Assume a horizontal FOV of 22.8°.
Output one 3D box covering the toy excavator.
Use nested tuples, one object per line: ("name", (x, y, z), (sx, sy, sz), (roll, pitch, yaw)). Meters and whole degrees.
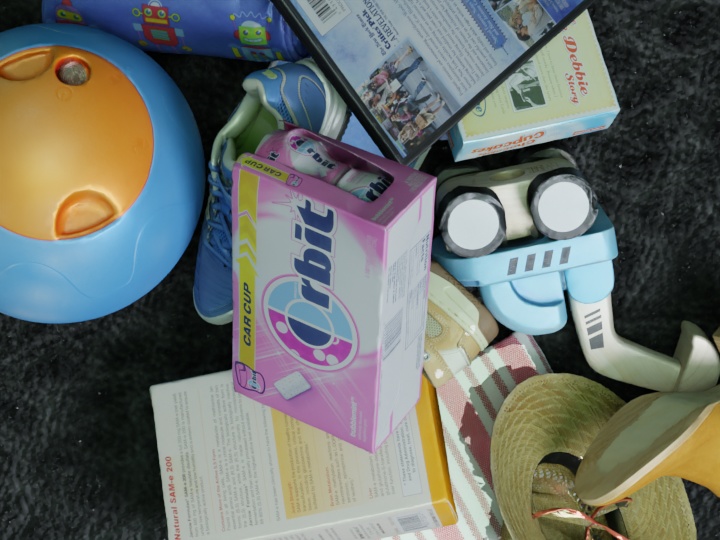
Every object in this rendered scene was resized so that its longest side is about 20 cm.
("toy excavator", (0.151, 0.013, 1.281), (0.193, 0.100, 0.202), (-11, 109, -1))

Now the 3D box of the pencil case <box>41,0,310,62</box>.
("pencil case", (-0.124, -0.191, 1.237), (0.198, 0.087, 0.078), (8, 135, 17))

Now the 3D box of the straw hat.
("straw hat", (0.142, 0.181, 1.258), (0.201, 0.201, 0.085), (46, 134, -4))

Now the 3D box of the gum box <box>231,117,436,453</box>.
("gum box", (-0.019, 0.008, 1.150), (0.113, 0.066, 0.201), (22, 133, 22))

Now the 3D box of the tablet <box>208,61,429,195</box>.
("tablet", (-0.012, -0.107, 1.276), (0.130, 0.014, 0.201), (29, 108, -1))

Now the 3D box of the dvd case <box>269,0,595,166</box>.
("dvd case", (0.054, -0.182, 1.170), (0.200, 0.018, 0.143), (-42, 105, -17))

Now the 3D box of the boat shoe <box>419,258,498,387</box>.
("boat shoe", (0.000, 0.000, 1.229), (0.200, 0.072, 0.076), (42, 84, 21))

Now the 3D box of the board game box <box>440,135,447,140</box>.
("board game box", (0.067, -0.192, 1.277), (0.200, 0.039, 0.158), (-37, 94, 3))

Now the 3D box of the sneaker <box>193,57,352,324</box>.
("sneaker", (-0.078, -0.055, 1.208), (0.076, 0.077, 0.201), (34, 113, 32))

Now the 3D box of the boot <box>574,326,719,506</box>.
("boot", (0.250, 0.138, 1.259), (0.201, 0.071, 0.145), (-41, 119, -18))

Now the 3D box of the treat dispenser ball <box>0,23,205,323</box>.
("treat dispenser ball", (-0.204, -0.066, 1.204), (0.199, 0.201, 0.203), (0, 95, -1))

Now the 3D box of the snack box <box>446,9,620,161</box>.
("snack box", (0.094, -0.183, 1.231), (0.115, 0.037, 0.201), (-12, 75, -12))

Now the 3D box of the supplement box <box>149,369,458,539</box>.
("supplement box", (-0.040, 0.130, 1.260), (0.198, 0.074, 0.127), (-11, 69, 5))

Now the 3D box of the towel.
("towel", (0.071, 0.149, 1.316), (0.199, 0.030, 0.147), (-29, 93, 0))
